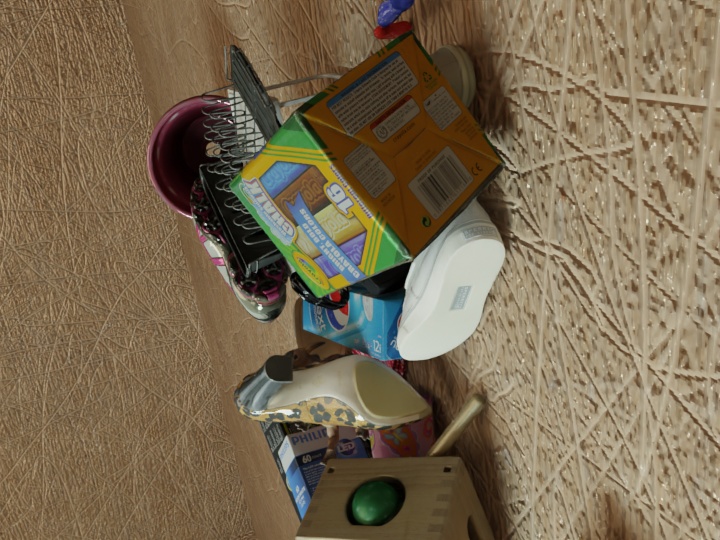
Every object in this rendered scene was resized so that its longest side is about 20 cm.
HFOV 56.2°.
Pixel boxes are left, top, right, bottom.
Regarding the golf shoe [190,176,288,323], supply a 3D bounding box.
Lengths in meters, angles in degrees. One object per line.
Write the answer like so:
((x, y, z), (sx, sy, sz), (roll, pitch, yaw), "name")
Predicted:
((-0.149, -0.026, 0.796), (0.201, 0.072, 0.092), (61, 158, 25), "golf shoe")

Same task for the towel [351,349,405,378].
((0.018, 0.109, 0.898), (0.145, 0.022, 0.202), (-126, 27, -45), "towel")

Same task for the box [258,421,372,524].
((-0.052, 0.277, 1.016), (0.044, 0.159, 0.201), (-55, 49, 28), "box")

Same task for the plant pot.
((-0.254, -0.202, 1.157), (0.179, 0.198, 0.202), (-117, 16, -70), "plant pot")

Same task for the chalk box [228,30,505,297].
((-0.011, -0.070, 0.540), (0.124, 0.125, 0.200), (52, 151, -10), "chalk box")

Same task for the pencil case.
((0.063, 0.246, 0.800), (0.087, 0.087, 0.202), (14, 119, 67), "pencil case")

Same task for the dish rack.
((-0.118, -0.111, 0.675), (0.154, 0.054, 0.201), (58, 155, 30), "dish rack")

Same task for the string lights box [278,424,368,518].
((-0.025, 0.304, 0.885), (0.201, 0.102, 0.059), (63, 147, 30), "string lights box")

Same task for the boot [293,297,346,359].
((-0.053, 0.144, 1.007), (0.146, 0.070, 0.202), (121, 128, -74), "boot")

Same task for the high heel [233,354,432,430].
((-0.034, 0.143, 0.736), (0.143, 0.198, 0.072), (135, 147, -54), "high heel")

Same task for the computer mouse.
((0.000, 0.000, 0.662), (0.034, 0.199, 0.059), (-41, 78, 28), "computer mouse")

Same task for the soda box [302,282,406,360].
((0.003, 0.050, 0.773), (0.199, 0.067, 0.065), (9, 101, 61), "soda box")

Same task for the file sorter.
((-0.053, -0.109, 0.761), (0.139, 0.123, 0.202), (35, 138, 58), "file sorter")

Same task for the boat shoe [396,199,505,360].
((0.071, 0.011, 0.615), (0.201, 0.071, 0.069), (97, 164, -53), "boat shoe")

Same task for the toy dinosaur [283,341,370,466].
((-0.018, 0.146, 0.829), (0.085, 0.199, 0.137), (26, 105, 25), "toy dinosaur")

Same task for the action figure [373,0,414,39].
((0.053, -0.227, 0.493), (0.200, 0.098, 0.066), (-90, -18, -82), "action figure")

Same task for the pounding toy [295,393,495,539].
((0.055, 0.253, 0.690), (0.182, 0.143, 0.201), (-9, 119, 27), "pounding toy")

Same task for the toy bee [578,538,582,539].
((0.177, 0.270, 0.518), (0.199, 0.108, 0.133), (-1, 98, 44), "toy bee")

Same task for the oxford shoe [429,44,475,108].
((0.041, -0.122, 0.601), (0.076, 0.057, 0.200), (65, 160, 16), "oxford shoe")
